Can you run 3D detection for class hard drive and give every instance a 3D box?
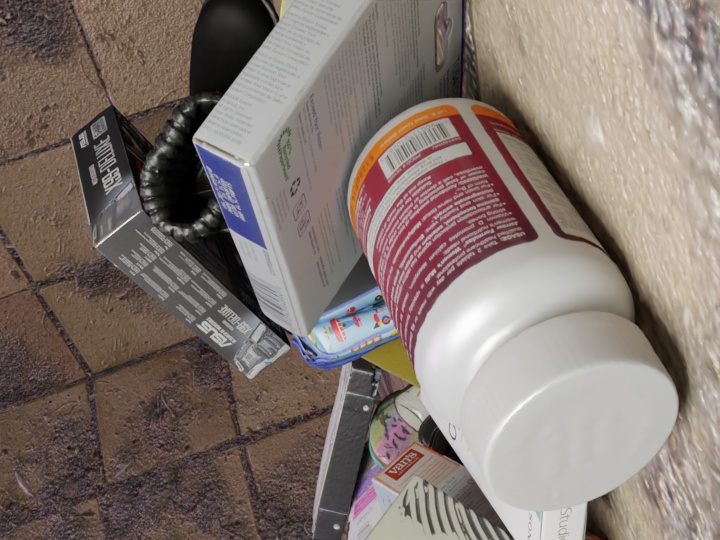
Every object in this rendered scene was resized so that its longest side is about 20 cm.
[{"bbox_3d":[-0.014,0.170,1.050,0.140,0.037,0.203,-84,7,-71],"label":"hard drive"}]

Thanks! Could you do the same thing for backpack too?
[{"bbox_3d":[0.000,0.000,0.836,0.200,0.180,0.136,120,127,-77],"label":"backpack"}]

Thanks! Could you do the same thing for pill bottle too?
[{"bbox_3d":[0.067,0.009,0.482,0.201,0.108,0.111,-112,5,-47],"label":"pill bottle"}]

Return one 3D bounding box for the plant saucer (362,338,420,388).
[{"bbox_3d":[0.035,0.052,1.017,0.198,0.049,0.200,29,-168,-19],"label":"plant saucer"}]

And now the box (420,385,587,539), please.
[{"bbox_3d":[0.089,0.072,0.634,0.200,0.036,0.147,-129,35,-60],"label":"box"}]

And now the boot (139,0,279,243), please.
[{"bbox_3d":[-0.107,-0.127,0.736,0.158,0.078,0.216,-2,-89,-83],"label":"boot"}]

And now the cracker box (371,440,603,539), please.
[{"bbox_3d":[0.105,0.230,0.745,0.198,0.057,0.136,20,135,46],"label":"cracker box"}]

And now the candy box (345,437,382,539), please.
[{"bbox_3d":[0.072,0.275,1.021,0.167,0.072,0.201,36,-155,-14],"label":"candy box"}]

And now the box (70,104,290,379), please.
[{"bbox_3d":[-0.148,-0.022,0.811,0.200,0.049,0.159,48,-171,-43],"label":"box"}]

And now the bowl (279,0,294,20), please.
[{"bbox_3d":[-0.014,-0.154,0.802,0.201,0.092,0.205,5,-90,-88],"label":"bowl"}]

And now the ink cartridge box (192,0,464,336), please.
[{"bbox_3d":[-0.005,-0.087,0.551,0.043,0.202,0.197,25,158,17],"label":"ink cartridge box"}]

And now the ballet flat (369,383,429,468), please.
[{"bbox_3d":[0.066,0.144,1.036,0.069,0.071,0.200,46,-157,6],"label":"ballet flat"}]

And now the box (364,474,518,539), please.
[{"bbox_3d":[0.096,0.220,0.610,0.198,0.068,0.083,28,149,26],"label":"box"}]

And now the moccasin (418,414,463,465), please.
[{"bbox_3d":[0.123,0.211,0.861,0.202,0.074,0.078,48,-173,33],"label":"moccasin"}]
